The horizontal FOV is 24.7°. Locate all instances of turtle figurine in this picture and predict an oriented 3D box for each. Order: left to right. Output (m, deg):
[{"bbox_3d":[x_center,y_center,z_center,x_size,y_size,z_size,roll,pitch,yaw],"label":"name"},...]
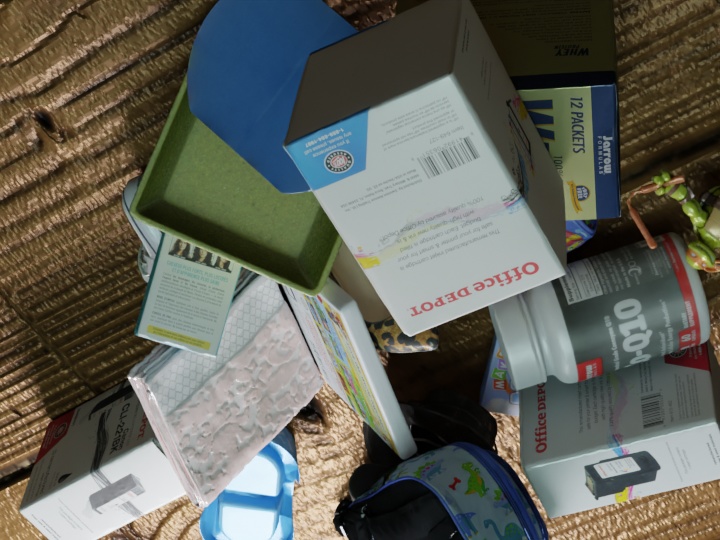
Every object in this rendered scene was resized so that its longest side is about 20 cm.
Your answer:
[{"bbox_3d":[0.360,-0.054,1.557,0.199,0.064,0.162,37,92,-5],"label":"turtle figurine"}]

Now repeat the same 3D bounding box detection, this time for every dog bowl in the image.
[{"bbox_3d":[-0.124,0.247,1.879,0.110,0.050,0.202,7,128,1],"label":"dog bowl"}]

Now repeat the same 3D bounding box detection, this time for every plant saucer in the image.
[{"bbox_3d":[-0.094,-0.105,1.563,0.198,0.048,0.202,24,87,-12],"label":"plant saucer"}]

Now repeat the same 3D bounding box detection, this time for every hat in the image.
[{"bbox_3d":[0.094,0.179,1.774,0.199,0.081,0.201,22,148,15],"label":"hat"}]

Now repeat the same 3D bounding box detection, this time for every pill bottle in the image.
[{"bbox_3d":[0.233,0.044,1.620,0.198,0.114,0.115,-18,125,1],"label":"pill bottle"}]

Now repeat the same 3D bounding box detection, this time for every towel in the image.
[{"bbox_3d":[-0.132,0.116,1.700,0.032,0.200,0.192,19,143,41],"label":"towel"}]

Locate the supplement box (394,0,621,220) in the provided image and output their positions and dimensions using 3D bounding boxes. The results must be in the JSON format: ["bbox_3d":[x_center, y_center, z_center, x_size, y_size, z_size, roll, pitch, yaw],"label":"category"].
[{"bbox_3d":[0.129,-0.152,1.454,0.198,0.201,0.135,-3,127,8],"label":"supplement box"}]

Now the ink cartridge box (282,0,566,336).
[{"bbox_3d":[0.058,-0.084,1.297,0.146,0.145,0.201,-21,121,20],"label":"ink cartridge box"}]

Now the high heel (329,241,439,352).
[{"bbox_3d":[0.000,0.000,1.600,0.071,0.200,0.143,-38,125,-11],"label":"high heel"}]

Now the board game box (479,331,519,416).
[{"bbox_3d":[0.235,0.099,1.736,0.198,0.037,0.152,10,128,0],"label":"board game box"}]

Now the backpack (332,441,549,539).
[{"bbox_3d":[0.097,0.264,1.642,0.184,0.146,0.200,59,149,8],"label":"backpack"}]

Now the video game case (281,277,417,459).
[{"bbox_3d":[-0.021,0.075,1.669,0.023,0.182,0.201,-31,124,-13],"label":"video game case"}]

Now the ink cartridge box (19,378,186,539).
[{"bbox_3d":[-0.261,0.200,1.798,0.199,0.145,0.084,-28,120,24],"label":"ink cartridge box"}]

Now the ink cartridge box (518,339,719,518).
[{"bbox_3d":[0.266,0.151,1.657,0.198,0.147,0.083,-16,127,18],"label":"ink cartridge box"}]

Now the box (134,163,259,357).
[{"bbox_3d":[-0.154,-0.023,1.601,0.081,0.049,0.202,17,86,-12],"label":"box"}]

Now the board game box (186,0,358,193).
[{"bbox_3d":[-0.062,-0.170,1.508,0.200,0.039,0.158,41,103,12],"label":"board game box"}]

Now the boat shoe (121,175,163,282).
[{"bbox_3d":[-0.195,-0.007,1.679,0.066,0.074,0.201,-22,122,20],"label":"boat shoe"}]

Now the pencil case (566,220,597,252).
[{"bbox_3d":[0.140,-0.031,1.622,0.199,0.088,0.078,-31,159,26],"label":"pencil case"}]

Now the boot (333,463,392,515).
[{"bbox_3d":[0.062,0.289,1.835,0.199,0.070,0.175,29,157,12],"label":"boot"}]
